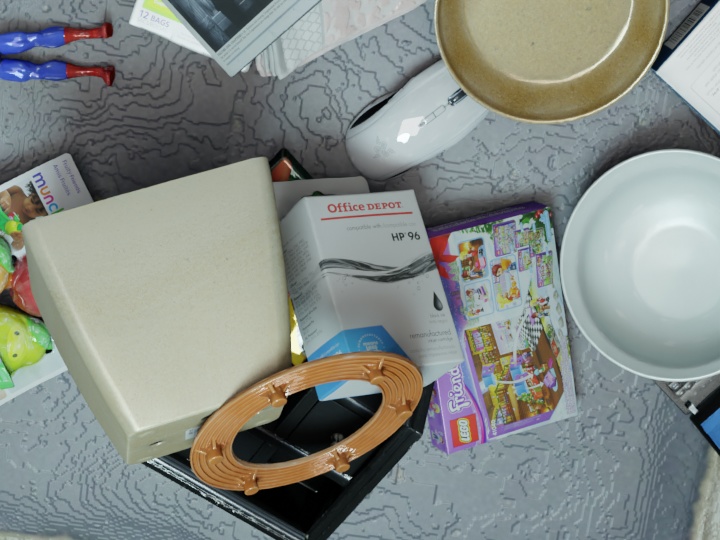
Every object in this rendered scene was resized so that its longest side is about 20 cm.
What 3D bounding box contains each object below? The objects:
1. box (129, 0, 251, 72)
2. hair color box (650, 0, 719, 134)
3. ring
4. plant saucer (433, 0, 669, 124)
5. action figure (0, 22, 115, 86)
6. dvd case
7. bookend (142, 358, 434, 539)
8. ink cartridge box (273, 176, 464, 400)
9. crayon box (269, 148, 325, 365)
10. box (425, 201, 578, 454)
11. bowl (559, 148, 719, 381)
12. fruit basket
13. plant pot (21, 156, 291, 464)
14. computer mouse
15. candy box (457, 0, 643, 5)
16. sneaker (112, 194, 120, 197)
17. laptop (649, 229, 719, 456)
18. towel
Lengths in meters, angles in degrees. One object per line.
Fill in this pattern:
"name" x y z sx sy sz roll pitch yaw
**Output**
"box" -0.109 -0.287 1.555 0.112 0.101 0.201 22 102 -7
"hair color box" 0.359 -0.150 1.617 0.200 0.061 0.100 41 100 -9
"ring" -0.040 0.127 1.470 0.199 0.201 0.019 -25 61 5
"plant saucer" 0.160 -0.223 1.555 0.198 0.036 0.202 0 119 0
"action figure" -0.318 -0.182 1.583 0.198 0.099 0.066 -1 103 2
"dvd case" -0.127 -0.263 1.450 0.200 0.025 0.150 47 140 -9
"bookend" -0.070 0.124 1.617 0.198 0.092 0.200 32 127 -12
"ink cartridge box" 0.000 0.000 1.558 0.115 0.068 0.201 -5 70 -33
"crayon box" -0.045 0.006 1.654 0.127 0.051 0.200 -43 101 8
"box" 0.117 0.051 1.651 0.136 0.039 0.202 -14 105 -20
"bowl" 0.281 -0.002 1.621 0.199 0.090 0.203 -1 86 16
"fruit basket" -0.308 0.021 1.628 0.199 0.094 0.186 -25 113 -5
"plant pot" -0.151 0.046 1.484 0.199 0.200 0.178 -16 76 -12
"computer mouse" 0.076 -0.146 1.622 0.199 0.044 0.110 -36 103 7
"candy box" 0.168 -0.290 1.582 0.198 0.057 0.118 2 106 0
"sneaker" -0.207 0.030 1.630 0.078 0.066 0.202 8 90 -22
"laptop" 0.349 0.068 1.648 0.177 0.103 0.200 -43 101 8
"towel" -0.019 -0.278 1.514 0.190 0.032 0.201 -33 135 -26
